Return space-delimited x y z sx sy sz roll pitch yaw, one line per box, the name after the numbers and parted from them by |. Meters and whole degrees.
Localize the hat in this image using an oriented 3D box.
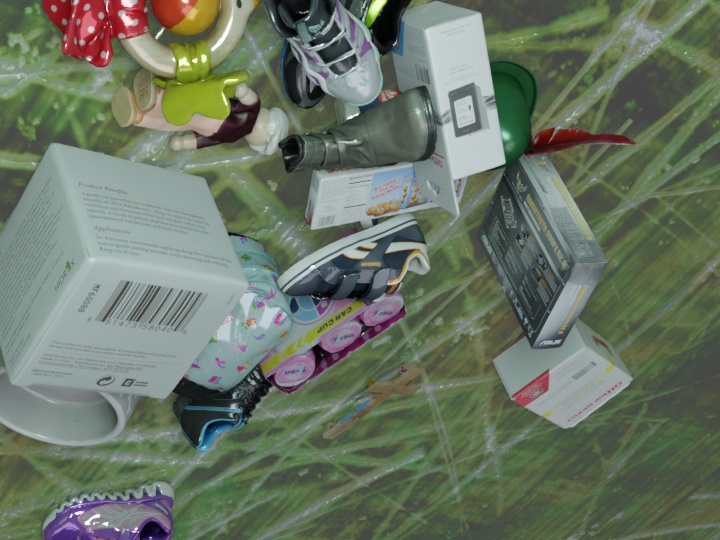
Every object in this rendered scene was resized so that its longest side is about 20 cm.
0.171 -0.129 1.471 0.163 0.177 0.201 -5 140 -28 | hat

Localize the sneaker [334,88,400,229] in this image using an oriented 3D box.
0.024 -0.127 1.466 0.083 0.076 0.201 -16 144 -8 | sneaker

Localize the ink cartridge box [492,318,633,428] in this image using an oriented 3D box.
0.320 0.158 2.014 0.145 0.084 0.199 -38 144 16 | ink cartridge box

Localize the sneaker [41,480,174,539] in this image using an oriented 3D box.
-0.353 0.368 1.827 0.197 0.089 0.081 -9 143 -23 | sneaker

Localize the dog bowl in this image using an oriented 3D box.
-0.353 0.137 1.486 0.196 0.059 0.201 6 144 4 | dog bowl

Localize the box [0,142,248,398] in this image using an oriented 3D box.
-0.265 0.006 1.356 0.197 0.173 0.200 10 131 -41 | box

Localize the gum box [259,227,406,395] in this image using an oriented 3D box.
-0.045 0.049 1.608 0.199 0.114 0.066 -34 145 9 | gum box

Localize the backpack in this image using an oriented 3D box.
-0.171 0.058 1.525 0.200 0.127 0.166 -42 139 14 | backpack

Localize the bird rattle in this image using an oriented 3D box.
-0.183 -0.234 1.181 0.199 0.113 0.164 37 90 -17 | bird rattle

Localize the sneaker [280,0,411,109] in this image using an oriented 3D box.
-0.011 -0.240 1.293 0.070 0.083 0.200 16 127 -45 | sneaker

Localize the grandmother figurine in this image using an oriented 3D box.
-0.151 -0.162 1.326 0.120 0.062 0.198 -20 159 41 | grandmother figurine

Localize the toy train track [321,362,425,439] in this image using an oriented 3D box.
0.014 0.186 1.897 0.199 0.033 0.114 -40 151 26 | toy train track

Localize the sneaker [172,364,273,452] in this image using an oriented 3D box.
-0.155 0.166 1.710 0.199 0.082 0.073 -36 143 9 | sneaker

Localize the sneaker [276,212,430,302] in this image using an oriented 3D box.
0.000 0.000 1.492 0.198 0.080 0.078 -24 171 -27 | sneaker

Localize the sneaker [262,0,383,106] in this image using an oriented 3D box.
-0.042 -0.222 1.181 0.077 0.140 0.201 -34 112 10 | sneaker

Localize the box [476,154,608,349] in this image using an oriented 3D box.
0.225 -0.028 1.615 0.048 0.202 0.160 -4 138 -24 | box

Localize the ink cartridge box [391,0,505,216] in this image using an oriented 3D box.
0.092 -0.172 1.346 0.066 0.116 0.203 -18 113 -15 | ink cartridge box

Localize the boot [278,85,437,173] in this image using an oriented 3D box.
-0.007 -0.130 1.292 0.129 0.069 0.200 -11 176 -19 | boot

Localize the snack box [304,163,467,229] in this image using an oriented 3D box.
0.033 -0.095 1.436 0.197 0.024 0.073 -12 135 -27 | snack box
